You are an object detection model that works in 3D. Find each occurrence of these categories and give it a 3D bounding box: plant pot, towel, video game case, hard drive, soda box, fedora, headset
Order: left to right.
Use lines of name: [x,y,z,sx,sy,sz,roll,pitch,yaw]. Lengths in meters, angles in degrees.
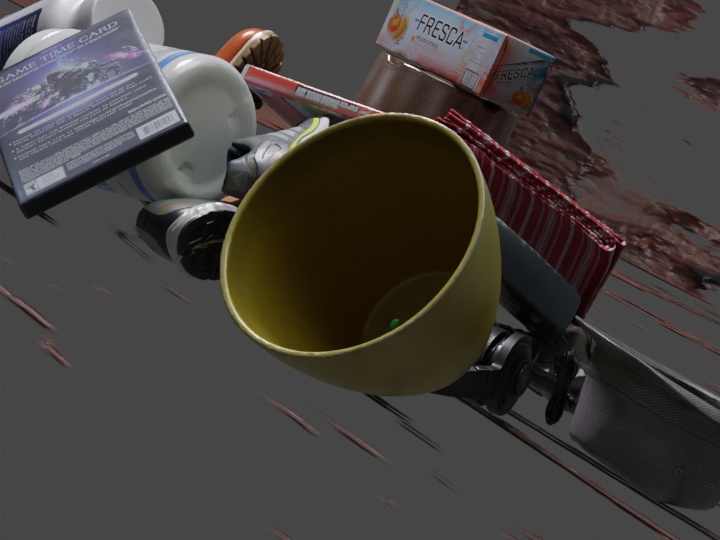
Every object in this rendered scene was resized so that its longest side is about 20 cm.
video game case: [-0.222,-0.128,1.546,0.019,0.143,0.200,66,-4,-38]
video game case: [0.005,-0.116,1.686,0.200,0.017,0.143,22,-10,32]
plant pot: [0.021,0.011,1.383,0.200,0.200,0.142,31,-15,41]
plant pot: [0.048,-0.095,1.911,0.200,0.199,0.200,25,6,-3]
soda box: [0.099,-0.212,1.883,0.068,0.064,0.200,20,9,-36]
headset: [0.090,0.081,1.548,0.200,0.094,0.123,1,19,-32]
hard drive: [0.100,-0.018,1.632,0.200,0.042,0.135,41,-6,7]
towel: [0.132,-0.044,1.723,0.200,0.022,0.145,38,-29,11]
fedora: [0.230,0.124,1.523,0.200,0.090,0.177,27,6,-37]

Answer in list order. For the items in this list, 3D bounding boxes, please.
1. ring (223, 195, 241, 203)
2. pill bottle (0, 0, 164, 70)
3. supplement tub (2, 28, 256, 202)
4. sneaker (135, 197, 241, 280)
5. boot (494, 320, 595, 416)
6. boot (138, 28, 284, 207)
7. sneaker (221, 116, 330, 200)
ring: [-0.075,-0.070,1.760,0.200,0.019,0.200,-11,10,2]
pill bottle: [-0.275,-0.205,1.838,0.111,0.111,0.200,19,-21,-38]
supplement tub: [-0.199,-0.130,1.655,0.200,0.132,0.132,14,-1,40]
sneaker: [-0.102,-0.027,1.602,0.079,0.074,0.200,23,5,36]
boot: [0.130,0.061,1.734,0.174,0.069,0.200,23,9,-16]
boot: [-0.155,-0.158,1.744,0.107,0.200,0.075,53,22,23]
sneaker: [-0.068,-0.090,1.598,0.081,0.074,0.200,6,8,1]
